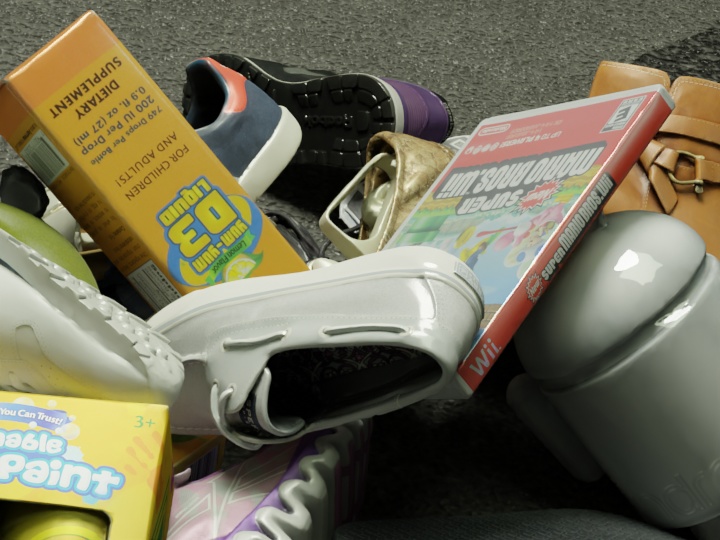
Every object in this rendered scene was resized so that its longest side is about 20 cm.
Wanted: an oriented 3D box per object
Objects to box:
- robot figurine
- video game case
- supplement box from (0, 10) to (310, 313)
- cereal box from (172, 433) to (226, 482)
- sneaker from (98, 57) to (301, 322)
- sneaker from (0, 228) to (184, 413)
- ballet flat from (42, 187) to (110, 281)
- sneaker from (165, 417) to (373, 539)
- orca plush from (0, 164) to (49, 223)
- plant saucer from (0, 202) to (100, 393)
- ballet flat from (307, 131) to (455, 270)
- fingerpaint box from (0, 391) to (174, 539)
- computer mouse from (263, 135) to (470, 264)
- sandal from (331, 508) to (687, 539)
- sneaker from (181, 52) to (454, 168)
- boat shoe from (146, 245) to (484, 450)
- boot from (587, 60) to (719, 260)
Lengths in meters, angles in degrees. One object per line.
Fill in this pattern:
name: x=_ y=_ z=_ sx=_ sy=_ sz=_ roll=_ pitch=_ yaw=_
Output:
robot figurine: x=0.156 y=0.051 z=0.915 sx=0.200 sy=0.169 sz=0.113 roll=51 pitch=30 yaw=-9
video game case: x=0.059 y=-0.014 z=0.897 sx=0.143 sy=0.017 sz=0.200 roll=-6 pitch=41 yaw=54
supplement box: x=-0.103 y=-0.033 z=0.920 sx=0.067 sy=0.069 sz=0.200 roll=-44 pitch=100 yaw=-24
cereal box: x=-0.188 y=0.077 z=0.891 sx=0.200 sy=0.040 sz=0.144 roll=27 pitch=35 yaw=25
sneaker: x=-0.116 y=-0.035 z=0.989 sx=0.085 sy=0.075 sz=0.200 roll=44 pitch=57 yaw=-23
sneaker: x=-0.167 y=0.024 z=0.795 sx=0.200 sy=0.081 sz=0.076 roll=28 pitch=-8 yaw=25
ballet flat: x=-0.158 y=-0.026 z=1.040 sx=0.199 sy=0.063 sz=0.069 roll=-10 pitch=37 yaw=-29
sneaker: x=-0.058 y=0.119 z=0.836 sx=0.088 sy=0.081 sz=0.200 roll=14 pitch=32 yaw=19
orca plush: x=-0.219 y=-0.004 z=0.943 sx=0.199 sy=0.071 sz=0.106 roll=13 pitch=73 yaw=16
plant saucer: x=-0.222 y=0.037 z=0.847 sx=0.199 sy=0.031 sz=0.200 roll=-4 pitch=55 yaw=6
ballet flat: x=0.000 y=0.000 z=1.000 sx=0.065 sy=0.071 sz=0.200 roll=28 pitch=51 yaw=-9
fingerpaint box: x=-0.184 y=0.131 z=0.715 sx=0.199 sy=0.073 sz=0.167 roll=6 pitch=53 yaw=0
computer mouse: x=0.029 y=-0.029 z=1.123 sx=0.200 sy=0.044 sz=0.110 roll=-26 pitch=43 yaw=-36
sandal: x=0.078 y=0.146 z=0.860 sx=0.199 sy=0.043 sz=0.076 roll=2 pitch=9 yaw=-18
sneaker: x=-0.029 y=-0.100 z=1.177 sx=0.200 sy=0.076 sz=0.087 roll=14 pitch=12 yaw=39
boat shoe: x=-0.036 y=0.049 z=0.820 sx=0.199 sy=0.072 sz=0.069 roll=-11 pitch=35 yaw=26
boot: x=0.209 y=-0.033 z=1.063 sx=0.199 sy=0.074 sz=0.155 roll=19 pitch=77 yaw=-2
